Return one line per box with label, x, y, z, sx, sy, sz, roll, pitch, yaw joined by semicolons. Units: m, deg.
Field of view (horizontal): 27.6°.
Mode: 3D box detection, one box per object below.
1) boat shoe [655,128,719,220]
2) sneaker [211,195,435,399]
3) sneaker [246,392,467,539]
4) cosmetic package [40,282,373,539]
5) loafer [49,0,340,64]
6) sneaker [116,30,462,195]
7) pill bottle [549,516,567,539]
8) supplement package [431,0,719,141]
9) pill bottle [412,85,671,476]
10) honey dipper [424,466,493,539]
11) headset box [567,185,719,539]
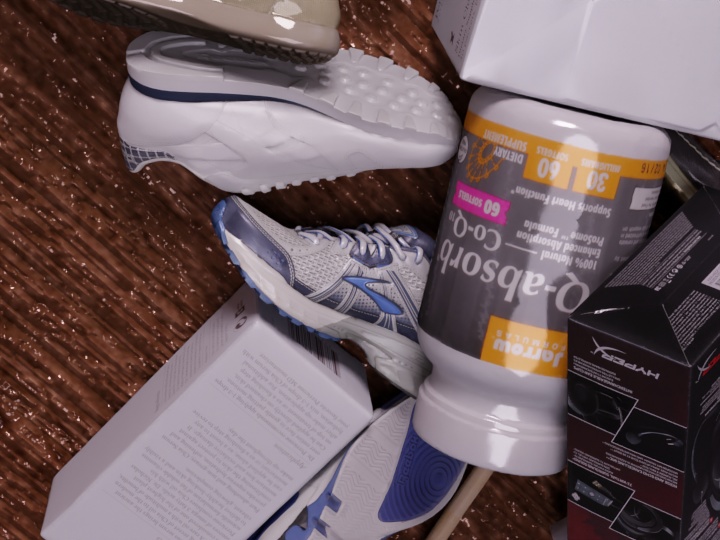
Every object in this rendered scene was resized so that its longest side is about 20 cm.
boat shoe;0.228;-0.033;0.875;0.066;0.072;0.201;-40;91;-1
sneaker;0.000;0.000;0.886;0.199;0.077;0.085;33;99;-26
sneaker;-0.028;0.157;0.942;0.081;0.115;0.200;47;73;-23
cosmetic package;-0.096;0.112;0.918;0.101;0.071;0.200;41;104;-20
loafer;-0.102;-0.166;0.797;0.198;0.076;0.069;15;86;-4
sneaker;-0.040;-0.082;0.845;0.198;0.077;0.081;10;121;-2
pill bottle;0.230;0.163;0.948;0.199;0.112;0.113;-26;113;6
supplement package;0.142;-0.195;0.784;0.154;0.111;0.202;12;111;-10
pill bottle;0.096;0.004;0.825;0.115;0.116;0.202;10;102;-10
honey dipper;0.062;0.161;0.974;0.038;0.038;0.201;26;111;-15
headset box;0.184;0.080;0.819;0.077;0.149;0.201;23;135;33
